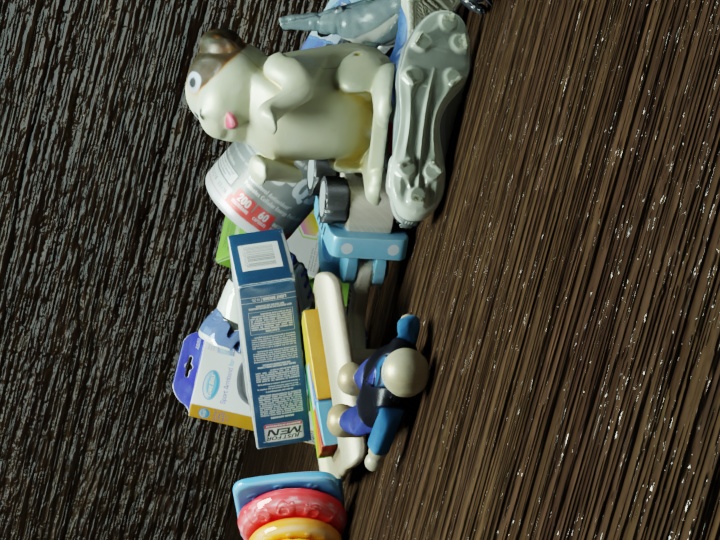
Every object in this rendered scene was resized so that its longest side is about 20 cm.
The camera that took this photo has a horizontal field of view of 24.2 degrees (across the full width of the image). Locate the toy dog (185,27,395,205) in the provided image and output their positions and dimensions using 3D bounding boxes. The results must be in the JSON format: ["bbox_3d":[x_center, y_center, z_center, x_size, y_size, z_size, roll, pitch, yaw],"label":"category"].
[{"bbox_3d":[-0.069,-0.172,1.617,0.140,0.198,0.195,99,176,-52],"label":"toy dog"}]

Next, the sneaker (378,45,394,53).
[{"bbox_3d":[0.074,-0.311,1.876,0.201,0.074,0.082,-59,6,37],"label":"sneaker"}]

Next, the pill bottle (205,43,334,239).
[{"bbox_3d":[-0.064,-0.135,1.787,0.200,0.114,0.114,-48,14,17],"label":"pill bottle"}]

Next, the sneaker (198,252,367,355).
[{"bbox_3d":[-0.070,0.037,1.817,0.080,0.198,0.116,37,113,53],"label":"sneaker"}]

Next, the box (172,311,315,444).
[{"bbox_3d":[-0.108,0.121,1.893,0.042,0.198,0.120,114,168,-59],"label":"box"}]

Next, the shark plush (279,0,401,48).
[{"bbox_3d":[0.015,-0.288,1.793,0.091,0.198,0.084,-74,-24,-45],"label":"shark plush"}]

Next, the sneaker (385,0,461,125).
[{"bbox_3d":[0.060,-0.243,1.723,0.111,0.076,0.202,139,139,-65],"label":"sneaker"}]

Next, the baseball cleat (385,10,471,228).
[{"bbox_3d":[0.054,-0.140,1.571,0.106,0.069,0.202,132,152,-75],"label":"baseball cleat"}]

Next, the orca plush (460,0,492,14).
[{"bbox_3d":[0.099,-0.290,1.498,0.071,0.105,0.200,-44,5,2],"label":"orca plush"}]

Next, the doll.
[{"bbox_3d":[0.020,0.103,1.426,0.200,0.048,0.137,138,147,-70],"label":"doll"}]

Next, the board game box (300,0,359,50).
[{"bbox_3d":[0.001,-0.266,1.997,0.200,0.043,0.200,-61,-21,-22],"label":"board game box"}]

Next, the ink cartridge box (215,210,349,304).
[{"bbox_3d":[-0.054,-0.054,1.961,0.076,0.199,0.149,-19,56,59],"label":"ink cartridge box"}]

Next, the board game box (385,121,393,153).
[{"bbox_3d":[0.015,-0.140,1.826,0.159,0.039,0.200,-70,21,3],"label":"board game box"}]

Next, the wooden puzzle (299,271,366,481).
[{"bbox_3d":[-0.036,0.110,1.645,0.200,0.037,0.187,123,139,-75],"label":"wooden puzzle"}]

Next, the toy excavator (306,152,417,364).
[{"bbox_3d":[0.000,0.000,1.701,0.195,0.099,0.201,-111,25,-60],"label":"toy excavator"}]

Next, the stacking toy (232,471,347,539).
[{"bbox_3d":[-0.063,0.298,1.601,0.117,0.109,0.201,87,179,-50],"label":"stacking toy"}]

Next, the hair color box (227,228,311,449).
[{"bbox_3d":[-0.092,0.070,1.707,0.100,0.060,0.201,-107,11,-56],"label":"hair color box"}]
